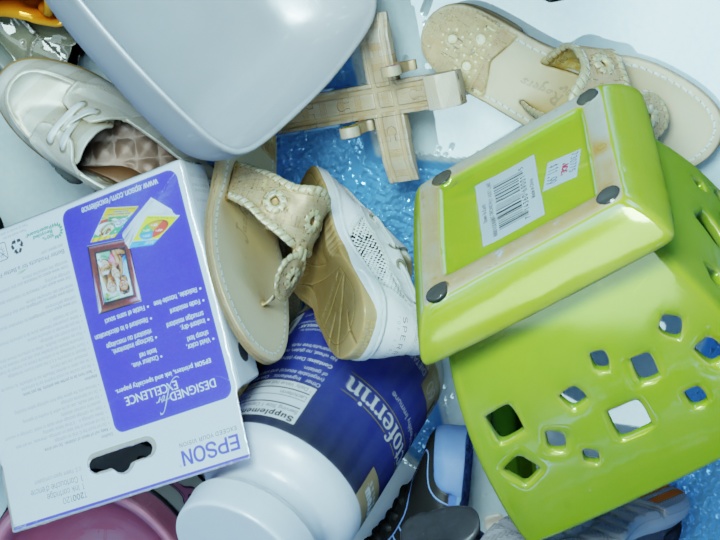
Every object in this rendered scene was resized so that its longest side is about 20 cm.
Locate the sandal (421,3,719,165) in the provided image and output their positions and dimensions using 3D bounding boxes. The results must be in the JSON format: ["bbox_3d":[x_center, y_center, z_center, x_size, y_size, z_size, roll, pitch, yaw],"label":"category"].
[{"bbox_3d":[0.133,-0.115,1.333,0.211,0.070,0.078,24,105,10],"label":"sandal"}]

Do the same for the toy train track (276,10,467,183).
[{"bbox_3d":[-0.024,-0.109,1.379,0.199,0.032,0.116,-7,100,30],"label":"toy train track"}]

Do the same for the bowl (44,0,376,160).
[{"bbox_3d":[-0.107,-0.180,1.310,0.200,0.200,0.075,48,144,-11],"label":"bowl"}]

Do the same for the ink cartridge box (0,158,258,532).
[{"bbox_3d":[-0.166,0.052,1.338,0.197,0.043,0.201,-18,79,26],"label":"ink cartridge box"}]

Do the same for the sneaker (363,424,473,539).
[{"bbox_3d":[0.029,0.199,1.424,0.077,0.070,0.201,12,103,7],"label":"sneaker"}]

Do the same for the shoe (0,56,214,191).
[{"bbox_3d":[-0.160,-0.082,1.378,0.199,0.053,0.070,33,85,-5],"label":"shoe"}]

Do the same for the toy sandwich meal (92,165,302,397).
[{"bbox_3d":[-0.138,0.022,1.436,0.204,0.070,0.207,3,100,14],"label":"toy sandwich meal"}]

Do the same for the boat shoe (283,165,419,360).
[{"bbox_3d":[0.000,0.000,1.341,0.069,0.200,0.071,11,119,-23],"label":"boat shoe"}]

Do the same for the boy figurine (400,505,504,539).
[{"bbox_3d":[0.092,0.229,1.376,0.064,0.200,0.125,-9,56,23],"label":"boy figurine"}]

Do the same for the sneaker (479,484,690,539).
[{"bbox_3d":[0.148,0.212,1.334,0.077,0.199,0.113,20,111,43],"label":"sneaker"}]

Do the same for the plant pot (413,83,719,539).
[{"bbox_3d":[0.138,0.014,1.264,0.198,0.200,0.182,-28,120,18],"label":"plant pot"}]

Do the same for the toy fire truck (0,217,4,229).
[{"bbox_3d":[-0.322,0.062,1.476,0.200,0.128,0.177,-31,81,61],"label":"toy fire truck"}]

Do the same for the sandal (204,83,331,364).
[{"bbox_3d":[-0.054,-0.049,1.315,0.069,0.077,0.213,-26,54,28],"label":"sandal"}]

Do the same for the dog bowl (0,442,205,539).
[{"bbox_3d":[-0.188,0.228,1.484,0.199,0.074,0.202,3,101,14],"label":"dog bowl"}]

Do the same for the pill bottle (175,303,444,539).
[{"bbox_3d":[-0.034,0.117,1.347,0.115,0.200,0.116,20,140,18],"label":"pill bottle"}]

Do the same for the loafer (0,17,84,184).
[{"bbox_3d":[-0.226,-0.161,1.434,0.069,0.075,0.201,-30,94,1],"label":"loafer"}]

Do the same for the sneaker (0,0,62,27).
[{"bbox_3d":[-0.192,-0.203,1.376,0.199,0.078,0.078,-8,66,-11],"label":"sneaker"}]

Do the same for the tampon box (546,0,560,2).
[{"bbox_3d":[0.062,-0.266,1.291,0.199,0.150,0.127,23,103,10],"label":"tampon box"}]
